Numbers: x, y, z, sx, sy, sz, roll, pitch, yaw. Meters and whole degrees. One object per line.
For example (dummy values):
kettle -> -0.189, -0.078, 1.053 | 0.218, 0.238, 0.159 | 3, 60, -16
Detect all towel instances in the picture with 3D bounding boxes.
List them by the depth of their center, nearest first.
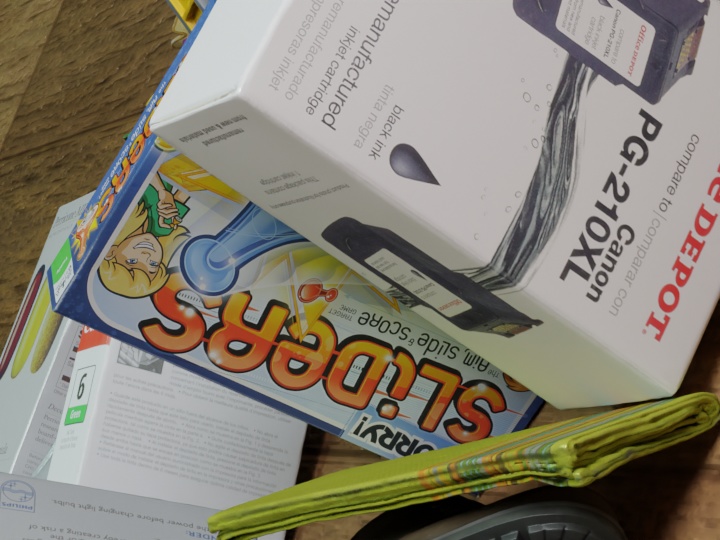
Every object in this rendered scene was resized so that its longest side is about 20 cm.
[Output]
towel -> 0.035, 0.076, 0.891 | 0.200, 0.086, 0.018 | -17, 87, 47

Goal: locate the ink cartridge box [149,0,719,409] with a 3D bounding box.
ink cartridge box -> 0.049, -0.061, 0.869 | 0.084, 0.200, 0.145 | -12, 48, 62

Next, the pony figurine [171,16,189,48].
pony figurine -> -0.028, -0.200, 1.335 | 0.200, 0.167, 0.193 | 2, 75, 51

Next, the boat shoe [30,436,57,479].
boat shoe -> -0.171, 0.142, 1.157 | 0.070, 0.072, 0.201 | -21, 41, 58

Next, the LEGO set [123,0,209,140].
LEGO set -> -0.028, -0.133, 1.029 | 0.200, 0.116, 0.154 | -34, -7, -13

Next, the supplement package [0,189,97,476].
supplement package -> -0.133, 0.067, 1.295 | 0.114, 0.110, 0.200 | -18, 50, 63

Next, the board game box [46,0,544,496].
board game box -> -0.004, -0.005, 0.946 | 0.135, 0.200, 0.034 | -57, 23, 19

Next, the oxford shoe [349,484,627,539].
oxford shoe -> 0.033, 0.111, 0.912 | 0.200, 0.073, 0.084 | -33, 29, 50

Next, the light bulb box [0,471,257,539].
light bulb box -> -0.120, 0.227, 0.998 | 0.200, 0.125, 0.198 | -97, 21, -55

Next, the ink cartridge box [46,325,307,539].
ink cartridge box -> -0.081, 0.058, 1.149 | 0.050, 0.109, 0.200 | -18, 58, 64
